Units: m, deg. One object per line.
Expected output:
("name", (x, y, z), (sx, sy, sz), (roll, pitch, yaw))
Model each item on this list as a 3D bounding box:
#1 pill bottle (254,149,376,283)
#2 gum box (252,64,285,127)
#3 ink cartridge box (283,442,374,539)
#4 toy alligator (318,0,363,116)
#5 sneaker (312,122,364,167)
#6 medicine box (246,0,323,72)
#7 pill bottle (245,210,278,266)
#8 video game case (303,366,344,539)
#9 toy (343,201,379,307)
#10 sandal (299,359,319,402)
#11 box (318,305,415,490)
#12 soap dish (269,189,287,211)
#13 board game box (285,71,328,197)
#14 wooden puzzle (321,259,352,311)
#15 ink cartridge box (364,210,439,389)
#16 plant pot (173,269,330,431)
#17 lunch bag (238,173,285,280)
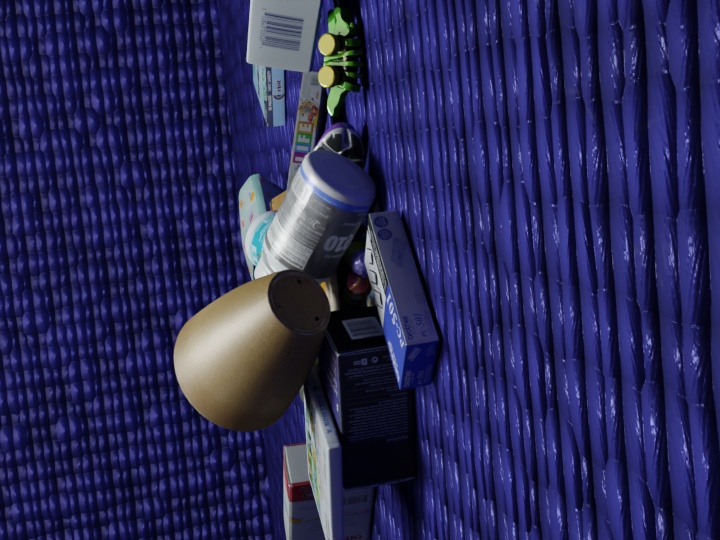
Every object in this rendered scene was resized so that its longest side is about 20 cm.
("pill bottle", (-0.068, -0.055, 1.451), (0.202, 0.112, 0.115), (-60, 30, 28))
("gum box", (-0.198, -0.434, 2.224), (0.201, 0.044, 0.172), (-109, 17, -50))
("ink cartridge box", (-0.056, 0.376, 1.739), (0.202, 0.143, 0.084), (95, 165, -44))
("toy alligator", (-0.020, -0.312, 1.410), (0.053, 0.059, 0.204), (5, 98, 33))
("sneaker", (-0.043, -0.174, 1.532), (0.200, 0.079, 0.085), (118, 149, -72))
("medicine box", (-0.099, -0.422, 1.479), (0.183, 0.101, 0.203), (108, 169, -64))
("pill bottle", (-0.111, -0.027, 1.799), (0.199, 0.109, 0.113), (29, 128, 51))
("video game case", (-0.051, 0.266, 1.442), (0.183, 0.022, 0.203), (-114, 20, -57))
("toy", (0.000, 0.000, 1.485), (0.201, 0.046, 0.117), (109, 151, -66))
("sandal", (-0.034, 0.160, 1.583), (0.201, 0.056, 0.081), (-26, -71, -68))
("box", (0.006, 0.170, 1.414), (0.148, 0.102, 0.204), (-128, 33, -68))
("soap dish", (-0.129, -0.037, 2.021), (0.158, 0.080, 0.203), (101, 160, -57))
("board game box", (-0.081, -0.189, 1.617), (0.135, 0.034, 0.204), (83, -166, -78))
("wooden puzzle", (-0.043, 0.009, 1.617), (0.200, 0.036, 0.189), (-58, -36, -81))
("ink cartridge box", (0.048, 0.034, 1.275), (0.095, 0.043, 0.202), (95, 164, -51))
("plant pot", (-0.125, 0.087, 1.381), (0.200, 0.184, 0.189), (-43, 50, 45))
("lunch bag", (-0.201, -0.088, 2.258), (0.202, 0.120, 0.172), (88, 169, -51))
